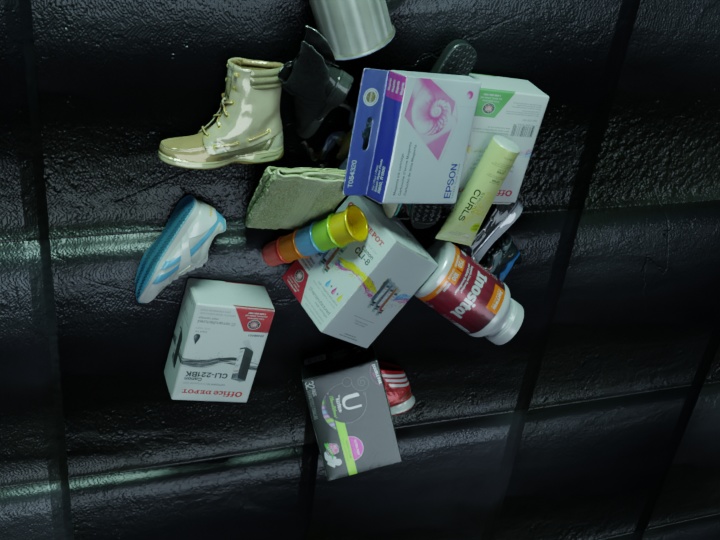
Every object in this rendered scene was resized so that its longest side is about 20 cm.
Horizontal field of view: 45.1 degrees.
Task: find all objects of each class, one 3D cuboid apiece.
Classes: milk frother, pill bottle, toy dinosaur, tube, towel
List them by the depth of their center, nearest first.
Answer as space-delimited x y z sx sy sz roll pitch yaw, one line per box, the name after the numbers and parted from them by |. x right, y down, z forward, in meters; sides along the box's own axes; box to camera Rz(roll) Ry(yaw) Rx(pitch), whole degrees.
0.016 -0.405 1.205 0.178 0.200 0.190 -26 128 -9 | milk frother
-0.102 -0.111 1.383 0.146 0.037 0.200 1 159 -22 | towel
-0.005 -0.229 1.411 0.180 0.106 0.201 -35 162 -10 | toy dinosaur
0.200 -0.127 1.452 0.057 0.052 0.202 32 119 8 | tube
0.192 0.044 1.539 0.199 0.113 0.113 34 105 -20 | pill bottle

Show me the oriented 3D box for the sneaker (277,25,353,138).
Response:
-0.081 -0.275 1.294 0.103 0.061 0.199 27 152 -19 | sneaker

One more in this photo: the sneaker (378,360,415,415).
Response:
0.002 0.241 1.714 0.197 0.078 0.117 -20 109 -8 | sneaker

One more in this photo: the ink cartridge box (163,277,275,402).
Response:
-0.248 0.126 1.510 0.142 0.084 0.203 6 119 -27 | ink cartridge box

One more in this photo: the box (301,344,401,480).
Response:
-0.019 0.259 1.615 0.146 0.124 0.204 -15 103 -1 | box

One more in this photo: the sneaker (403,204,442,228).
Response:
0.108 -0.176 1.454 0.069 0.094 0.203 -3 125 -23 | sneaker

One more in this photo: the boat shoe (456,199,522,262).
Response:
0.209 -0.067 1.591 0.066 0.070 0.200 39 105 -19 | boat shoe

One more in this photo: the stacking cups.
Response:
-0.080 -0.046 1.421 0.198 0.061 0.060 -21 135 34 | stacking cups

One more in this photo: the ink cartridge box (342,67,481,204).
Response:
0.080 -0.200 1.326 0.197 0.043 0.200 -4 116 -32 | ink cartridge box

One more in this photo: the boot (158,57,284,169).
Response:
-0.207 -0.236 1.299 0.196 0.073 0.158 -7 124 -20 | boot

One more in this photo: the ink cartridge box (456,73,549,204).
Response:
0.215 -0.222 1.476 0.143 0.088 0.203 0 120 -22 | ink cartridge box

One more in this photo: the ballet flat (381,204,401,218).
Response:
0.056 -0.182 1.408 0.061 0.068 0.203 10 118 -16 | ballet flat

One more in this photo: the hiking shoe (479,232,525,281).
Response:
0.227 0.021 1.646 0.200 0.075 0.086 -44 126 9 | hiking shoe

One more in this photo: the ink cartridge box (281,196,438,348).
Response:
0.000 0.000 1.474 0.201 0.146 0.144 -49 143 12 | ink cartridge box

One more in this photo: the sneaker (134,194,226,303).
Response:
-0.295 -0.021 1.401 0.080 0.077 0.201 27 110 -36 | sneaker

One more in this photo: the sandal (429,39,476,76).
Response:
0.114 -0.287 1.414 0.075 0.048 0.201 25 111 -38 | sandal
